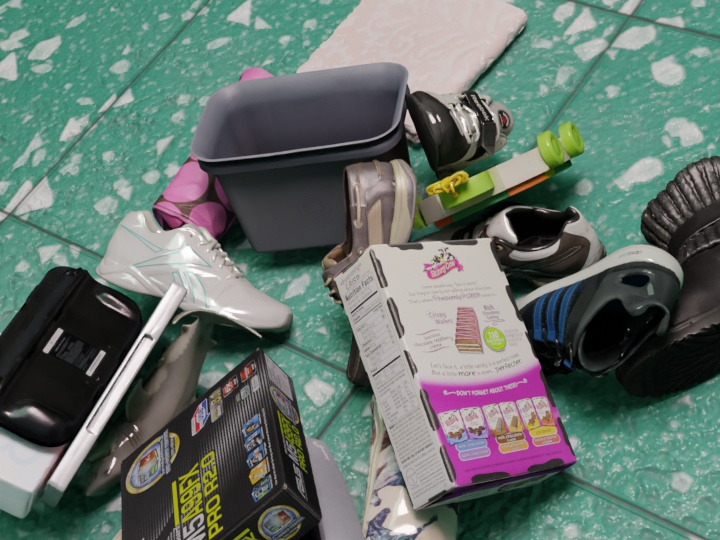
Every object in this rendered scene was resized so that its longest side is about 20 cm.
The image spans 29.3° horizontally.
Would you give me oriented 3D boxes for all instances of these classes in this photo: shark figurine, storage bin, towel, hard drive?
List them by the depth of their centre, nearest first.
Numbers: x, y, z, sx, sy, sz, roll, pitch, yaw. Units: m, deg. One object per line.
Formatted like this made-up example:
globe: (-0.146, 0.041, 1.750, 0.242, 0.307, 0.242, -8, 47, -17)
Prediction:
hard drive: (-0.062, 0.220, 1.066, 0.135, 0.042, 0.200, -44, 28, 11)
shark figurine: (-0.153, 0.108, 1.218, 0.215, 0.089, 0.128, -54, 3, 19)
storage bin: (-0.040, -0.103, 1.299, 0.198, 0.135, 0.146, -5, 40, 14)
towel: (0.050, -0.231, 1.468, 0.190, 0.032, 0.200, 24, 63, 35)

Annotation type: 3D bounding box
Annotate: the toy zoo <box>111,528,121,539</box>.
toy zoo: (-0.143, 0.229, 1.096, 0.132, 0.020, 0.200, -51, 27, -12)

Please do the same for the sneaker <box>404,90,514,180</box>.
sneaker: (0.092, -0.133, 1.236, 0.088, 0.200, 0.075, -20, 88, 7)

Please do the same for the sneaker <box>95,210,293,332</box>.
sneaker: (-0.150, 0.002, 1.286, 0.199, 0.070, 0.081, 21, 89, 13)

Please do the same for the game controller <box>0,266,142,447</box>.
game controller: (-0.269, 0.073, 1.231, 0.104, 0.042, 0.201, 35, 39, -8)

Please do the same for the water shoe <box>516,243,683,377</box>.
water shoe: (0.172, 0.049, 1.101, 0.200, 0.071, 0.079, -43, 19, 46)

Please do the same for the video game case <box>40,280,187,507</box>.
video game case: (-0.217, 0.111, 1.206, 0.017, 0.143, 0.201, 32, 70, -5)

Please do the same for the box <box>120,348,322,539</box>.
box: (-0.114, 0.169, 1.066, 0.160, 0.044, 0.200, -39, 27, 11)

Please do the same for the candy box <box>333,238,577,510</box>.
candy box: (0.074, 0.078, 1.091, 0.135, 0.061, 0.202, -3, 66, -39)

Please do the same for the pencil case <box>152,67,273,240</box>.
pencil case: (-0.134, -0.105, 1.396, 0.091, 0.094, 0.201, 38, 62, -10)

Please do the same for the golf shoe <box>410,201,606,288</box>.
golf shoe: (0.117, -0.027, 1.234, 0.198, 0.095, 0.078, -4, 51, 19)

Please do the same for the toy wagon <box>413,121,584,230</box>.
toy wagon: (0.113, -0.078, 1.229, 0.154, 0.040, 0.200, -25, 2, 27)

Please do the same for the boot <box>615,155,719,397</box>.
boot: (0.273, 0.004, 1.161, 0.210, 0.080, 0.158, -27, 50, -10)

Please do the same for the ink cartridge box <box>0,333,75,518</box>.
ink cartridge box: (-0.344, 0.108, 1.210, 0.199, 0.047, 0.161, 27, 41, -3)

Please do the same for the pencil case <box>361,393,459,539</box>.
pencil case: (0.036, 0.179, 1.095, 0.078, 0.089, 0.201, -35, 36, 42)

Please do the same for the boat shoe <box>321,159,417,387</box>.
boat shoe: (0.000, 0.000, 1.208, 0.073, 0.202, 0.074, 7, 5, -9)
